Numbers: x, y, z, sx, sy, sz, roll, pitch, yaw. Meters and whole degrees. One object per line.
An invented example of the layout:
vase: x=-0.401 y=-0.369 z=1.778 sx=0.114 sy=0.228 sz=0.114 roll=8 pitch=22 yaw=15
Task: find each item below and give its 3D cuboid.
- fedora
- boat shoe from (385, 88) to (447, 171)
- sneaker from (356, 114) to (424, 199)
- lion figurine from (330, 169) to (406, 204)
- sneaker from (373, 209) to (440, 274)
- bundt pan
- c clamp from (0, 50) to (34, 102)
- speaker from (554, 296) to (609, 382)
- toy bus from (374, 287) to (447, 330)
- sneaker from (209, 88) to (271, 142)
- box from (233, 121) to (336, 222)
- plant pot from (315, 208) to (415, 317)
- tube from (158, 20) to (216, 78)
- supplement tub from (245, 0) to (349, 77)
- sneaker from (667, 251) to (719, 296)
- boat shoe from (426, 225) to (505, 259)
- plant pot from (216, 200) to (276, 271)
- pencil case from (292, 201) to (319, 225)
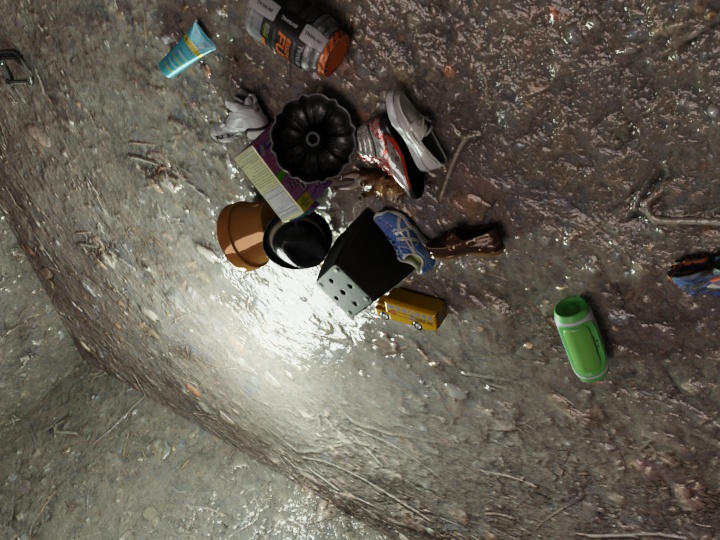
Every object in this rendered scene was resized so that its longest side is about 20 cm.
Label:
fedora: x=-0.160 y=-0.068 z=1.862 sx=0.092 sy=0.199 sz=0.202 roll=53 pitch=167 yaw=55
boat shoe: x=0.122 y=-0.297 z=1.465 sx=0.065 sy=0.072 sz=0.201 roll=-5 pitch=126 yaw=40
sneaker: x=0.065 y=-0.249 z=1.567 sx=0.107 sy=0.067 sz=0.203 roll=-8 pitch=118 yaw=40
lion figurine: x=0.019 y=-0.210 z=1.647 sx=0.199 sy=0.122 sz=0.073 roll=31 pitch=131 yaw=41
sneaker: x=0.109 y=-0.073 z=1.711 sx=0.199 sy=0.077 sz=0.076 roll=40 pitch=147 yaw=4
bundt pan: x=-0.107 y=-0.302 z=1.595 sx=0.202 sy=0.202 sz=0.076 roll=45 pitch=-174 yaw=-7
c clamp: x=-1.141 y=-0.650 z=2.303 sx=0.198 sy=0.027 sz=0.173 roll=6 pitch=127 yaw=41
speaker: x=0.506 y=0.159 z=1.585 sx=0.088 sy=0.089 sz=0.201 roll=1 pitch=129 yaw=42
toy bus: x=0.133 y=0.103 z=1.886 sx=0.198 sy=0.065 sz=0.079 roll=15 pitch=138 yaw=31
sneaker: x=-0.319 y=-0.396 z=1.768 sx=0.198 sy=0.075 sz=0.116 roll=5 pitch=131 yaw=33
box: x=-0.173 y=-0.256 z=1.689 sx=0.096 sy=0.176 sz=0.201 roll=-16 pitch=117 yaw=50
plant pot: x=0.000 y=0.000 z=1.805 sx=0.199 sy=0.178 sz=0.200 roll=44 pitch=146 yaw=-4
tube: x=-0.437 y=-0.548 z=1.742 sx=0.199 sy=0.051 sz=0.078 roll=-19 pitch=123 yaw=45
supplement tub: x=-0.128 y=-0.496 z=1.438 sx=0.199 sy=0.123 sz=0.123 roll=34 pitch=144 yaw=9
sneaker: x=0.678 y=0.006 z=1.285 sx=0.078 sy=0.076 sz=0.199 roll=45 pitch=154 yaw=-22
boat shoe: x=0.235 y=-0.072 z=1.603 sx=0.198 sy=0.071 sz=0.071 roll=-5 pitch=133 yaw=35
plant pot: x=-0.288 y=-0.110 z=1.956 sx=0.139 sy=0.201 sz=0.201 roll=-16 pitch=118 yaw=32
pencil case: x=-0.199 y=-0.220 z=1.806 sx=0.201 sy=0.085 sz=0.092 roll=51 pitch=-172 yaw=5
